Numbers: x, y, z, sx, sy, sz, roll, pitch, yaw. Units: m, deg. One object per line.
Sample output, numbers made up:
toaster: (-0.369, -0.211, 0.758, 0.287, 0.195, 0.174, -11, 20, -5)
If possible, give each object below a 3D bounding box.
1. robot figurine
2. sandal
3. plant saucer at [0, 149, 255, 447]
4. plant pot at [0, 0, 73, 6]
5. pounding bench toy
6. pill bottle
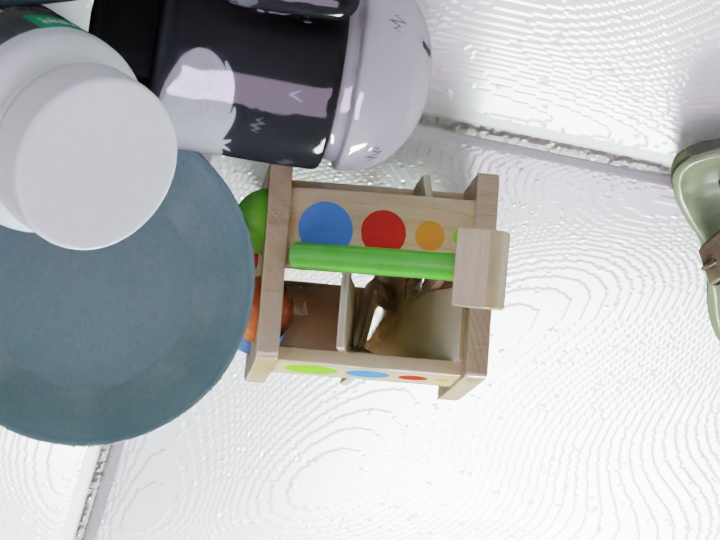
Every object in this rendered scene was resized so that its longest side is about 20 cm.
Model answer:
robot figurine: (-0.058, -0.126, 1.428, 0.200, 0.150, 0.125, 8, 106, -7)
sandal: (0.251, -0.010, 1.583, 0.080, 0.057, 0.201, -12, 133, 11)
plant saucer: (-0.163, 0.006, 1.467, 0.201, 0.201, 0.039, 3, 170, -3)
plant pot: (-0.183, -0.230, 1.323, 0.200, 0.141, 0.141, 6, 134, -15)
pounding bench toy: (0.000, 0.000, 1.483, 0.156, 0.124, 0.200, 5, 170, -5)
pill bottle: (-0.187, -0.088, 1.343, 0.113, 0.200, 0.113, -15, 118, -30)
